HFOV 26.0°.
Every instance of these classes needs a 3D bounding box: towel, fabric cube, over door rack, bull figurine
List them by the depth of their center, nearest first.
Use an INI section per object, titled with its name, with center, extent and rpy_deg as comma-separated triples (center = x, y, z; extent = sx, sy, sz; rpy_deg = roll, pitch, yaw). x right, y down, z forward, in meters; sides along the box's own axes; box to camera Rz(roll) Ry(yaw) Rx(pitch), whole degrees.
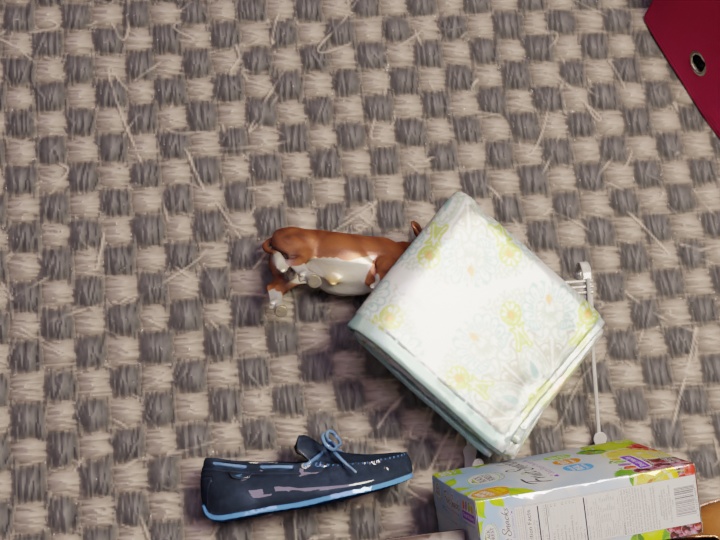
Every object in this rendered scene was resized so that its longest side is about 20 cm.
[towel]
center = 0.111, 0.054, 1.456
extent = 0.200, 0.048, 0.172
rpy_deg = 41, 75, -3
[over door rack]
center = 0.160, 0.098, 1.515
extent = 0.146, 0.067, 0.203
rpy_deg = -5, 81, -8
[bull figurine]
center = 0.000, 0.000, 1.523
extent = 0.197, 0.066, 0.122
rpy_deg = 3, 31, 3
[fabric cube]
center = 0.447, -0.278, 1.630
extent = 0.198, 0.200, 0.197
rpy_deg = -25, 72, -16

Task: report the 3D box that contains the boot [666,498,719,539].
[boot]
center = 0.300, 0.256, 1.406
extent = 0.199, 0.155, 0.074
rpy_deg = -32, 74, -18

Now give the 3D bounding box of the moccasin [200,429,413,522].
[moccasin]
center = -0.050, 0.183, 1.438
extent = 0.198, 0.080, 0.069
rpy_deg = -9, 79, -11

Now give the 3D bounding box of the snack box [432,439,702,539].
[snack box]
center = 0.178, 0.205, 1.385
extent = 0.198, 0.169, 0.069
rpy_deg = -10, 92, -11

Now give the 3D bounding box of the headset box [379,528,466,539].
[headset box]
center = -0.009, 0.290, 1.361
extent = 0.197, 0.149, 0.076
rpy_deg = -5, 67, -10
